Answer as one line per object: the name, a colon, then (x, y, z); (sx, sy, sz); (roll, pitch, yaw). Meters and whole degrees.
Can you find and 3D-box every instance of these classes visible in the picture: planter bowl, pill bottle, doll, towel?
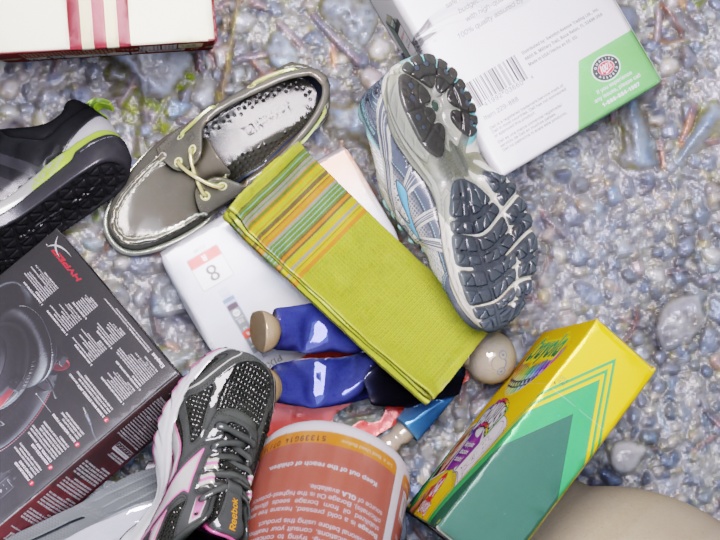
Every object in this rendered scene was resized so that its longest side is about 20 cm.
planter bowl: (0.166, 0.234, 1.185); (0.135, 0.200, 0.200); (35, 83, 21)
pill bottle: (-0.036, 0.211, 1.122); (0.112, 0.112, 0.200); (18, 50, -5)
doll: (0.020, 0.068, 1.214); (0.199, 0.048, 0.137); (-1, 92, -20)
towel: (0.000, 0.000, 1.189); (0.200, 0.018, 0.086); (43, 61, -2)

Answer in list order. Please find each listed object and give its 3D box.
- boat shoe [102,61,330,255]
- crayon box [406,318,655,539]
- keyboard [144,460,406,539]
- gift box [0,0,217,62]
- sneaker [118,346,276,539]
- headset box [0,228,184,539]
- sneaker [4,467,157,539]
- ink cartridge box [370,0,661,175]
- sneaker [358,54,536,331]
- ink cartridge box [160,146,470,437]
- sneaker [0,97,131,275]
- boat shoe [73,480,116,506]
boat shoe: (-0.106, -0.084, 1.224); (0.202, 0.060, 0.072); (-38, 93, -7)
crayon box: (0.113, 0.121, 1.167); (0.058, 0.200, 0.173); (38, 83, -1)
keyboard: (-0.065, 0.199, 1.228); (0.199, 0.021, 0.128); (-2, 94, -5)
gift box: (-0.174, -0.247, 1.173); (0.199, 0.185, 0.187); (-6, 96, -10)
sneaker: (-0.097, 0.152, 1.103); (0.080, 0.086, 0.201); (24, 79, -31)
headset box: (-0.239, 0.095, 1.171); (0.200, 0.075, 0.149); (-41, 70, -7)
sneaker: (-0.161, 0.191, 1.161); (0.200, 0.073, 0.071); (-20, 109, -29)
ink cartridge box: (0.106, -0.186, 1.242); (0.146, 0.084, 0.200); (-30, 91, -7)
sneaker: (0.059, -0.051, 1.191); (0.077, 0.086, 0.201); (-21, 92, -35)
ink cartridge box: (-0.032, 0.034, 1.232); (0.162, 0.050, 0.200); (-31, 88, -7)
sneaker: (-0.260, -0.057, 1.216); (0.200, 0.072, 0.083); (-31, 64, -7)
boat shoe: (-0.200, 0.253, 1.191); (0.073, 0.067, 0.201); (11, 69, -19)
